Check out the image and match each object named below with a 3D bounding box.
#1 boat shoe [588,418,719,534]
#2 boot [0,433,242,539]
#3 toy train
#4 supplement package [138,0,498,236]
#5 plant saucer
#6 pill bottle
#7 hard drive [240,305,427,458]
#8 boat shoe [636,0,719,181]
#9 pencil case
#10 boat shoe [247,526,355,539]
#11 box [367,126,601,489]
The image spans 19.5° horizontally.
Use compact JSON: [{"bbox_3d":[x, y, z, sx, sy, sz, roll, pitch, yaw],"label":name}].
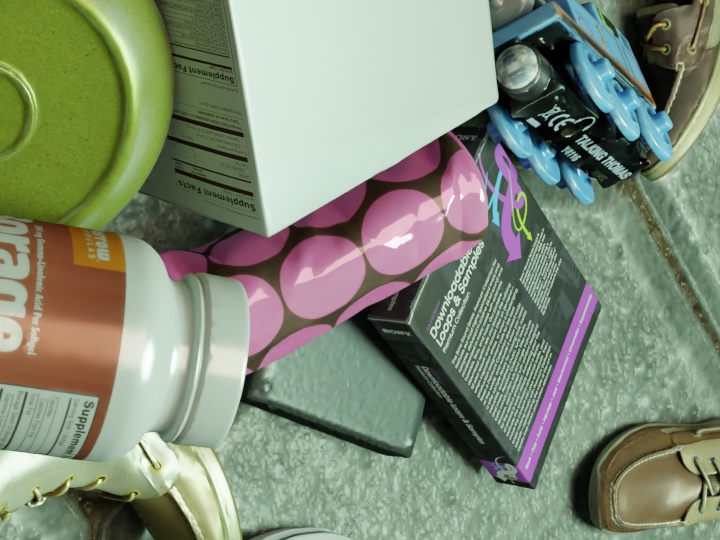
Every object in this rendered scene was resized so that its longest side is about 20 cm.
[{"bbox_3d":[0.239,0.140,1.464,0.200,0.072,0.076,-13,100,-42],"label":"boat shoe"},{"bbox_3d":[-0.159,0.110,1.097,0.155,0.072,0.200,-40,109,-36],"label":"boot"},{"bbox_3d":[0.123,-0.117,1.296,0.200,0.087,0.115,27,38,-59],"label":"toy train"},{"bbox_3d":[-0.047,-0.159,1.116,0.191,0.147,0.201,-32,126,-37],"label":"supplement package"},{"bbox_3d":[-0.187,-0.081,1.019,0.199,0.031,0.201,-7,119,-12],"label":"plant saucer"},{"bbox_3d":[-0.159,0.031,1.004,0.199,0.112,0.113,9,84,-19],"label":"pill bottle"},{"bbox_3d":[0.000,0.000,1.268,0.139,0.033,0.201,24,74,-41],"label":"hard drive"},{"bbox_3d":[0.222,-0.162,1.458,0.072,0.072,0.201,25,84,-9],"label":"boat shoe"},{"bbox_3d":[-0.029,-0.012,1.168,0.200,0.094,0.091,-28,154,-15],"label":"pencil case"},{"bbox_3d":[0.008,0.196,1.256,0.200,0.067,0.074,14,81,-42],"label":"boat shoe"},{"bbox_3d":[0.082,0.025,1.309,0.200,0.036,0.143,54,51,-46],"label":"box"}]
